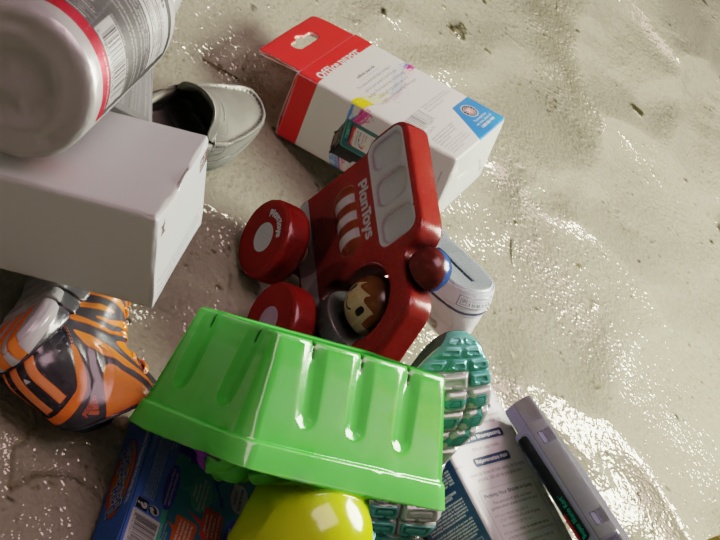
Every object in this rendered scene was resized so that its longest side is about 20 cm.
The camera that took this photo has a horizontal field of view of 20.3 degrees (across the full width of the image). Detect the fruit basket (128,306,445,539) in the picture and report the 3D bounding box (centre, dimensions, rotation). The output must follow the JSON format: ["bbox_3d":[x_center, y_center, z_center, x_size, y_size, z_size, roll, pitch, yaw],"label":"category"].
[{"bbox_3d":[-0.046,0.145,1.362,0.215,0.155,0.216,-10,106,-37],"label":"fruit basket"}]

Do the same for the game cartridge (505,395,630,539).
[{"bbox_3d":[0.184,0.198,1.586,0.130,0.038,0.200,47,8,-41],"label":"game cartridge"}]

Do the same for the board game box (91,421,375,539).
[{"bbox_3d":[-0.086,0.195,1.398,0.200,0.045,0.152,37,36,-19],"label":"board game box"}]

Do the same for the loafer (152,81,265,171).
[{"bbox_3d":[-0.133,-0.116,1.601,0.070,0.070,0.200,54,35,4],"label":"loafer"}]

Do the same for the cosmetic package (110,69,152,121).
[{"bbox_3d":[-0.259,-0.147,1.456,0.200,0.107,0.090,24,42,-31],"label":"cosmetic package"}]

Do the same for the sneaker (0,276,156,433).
[{"bbox_3d":[-0.183,0.042,1.414,0.112,0.077,0.200,49,39,-17],"label":"sneaker"}]

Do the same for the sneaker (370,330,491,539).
[{"bbox_3d":[0.035,0.110,1.503,0.077,0.200,0.091,6,39,-23],"label":"sneaker"}]

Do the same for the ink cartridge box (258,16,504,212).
[{"bbox_3d":[0.010,-0.136,1.750,0.200,0.067,0.116,30,32,12],"label":"ink cartridge box"}]

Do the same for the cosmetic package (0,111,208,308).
[{"bbox_3d":[-0.213,-0.057,1.365,0.199,0.081,0.113,17,37,8],"label":"cosmetic package"}]

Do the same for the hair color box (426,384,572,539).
[{"bbox_3d":[0.091,0.175,1.604,0.100,0.060,0.200,-7,65,-51],"label":"hair color box"}]

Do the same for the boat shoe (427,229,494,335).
[{"bbox_3d":[0.037,-0.014,1.710,0.073,0.067,0.200,1,36,-34],"label":"boat shoe"}]

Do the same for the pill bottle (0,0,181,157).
[{"bbox_3d":[-0.191,-0.164,1.356,0.111,0.111,0.200,46,31,-8],"label":"pill bottle"}]

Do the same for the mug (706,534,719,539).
[{"bbox_3d":[0.275,0.308,1.614,0.149,0.153,0.187,3,56,-46],"label":"mug"}]

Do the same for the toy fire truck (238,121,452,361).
[{"bbox_3d":[0.000,0.000,1.563,0.112,0.168,0.200,24,43,-34],"label":"toy fire truck"}]
